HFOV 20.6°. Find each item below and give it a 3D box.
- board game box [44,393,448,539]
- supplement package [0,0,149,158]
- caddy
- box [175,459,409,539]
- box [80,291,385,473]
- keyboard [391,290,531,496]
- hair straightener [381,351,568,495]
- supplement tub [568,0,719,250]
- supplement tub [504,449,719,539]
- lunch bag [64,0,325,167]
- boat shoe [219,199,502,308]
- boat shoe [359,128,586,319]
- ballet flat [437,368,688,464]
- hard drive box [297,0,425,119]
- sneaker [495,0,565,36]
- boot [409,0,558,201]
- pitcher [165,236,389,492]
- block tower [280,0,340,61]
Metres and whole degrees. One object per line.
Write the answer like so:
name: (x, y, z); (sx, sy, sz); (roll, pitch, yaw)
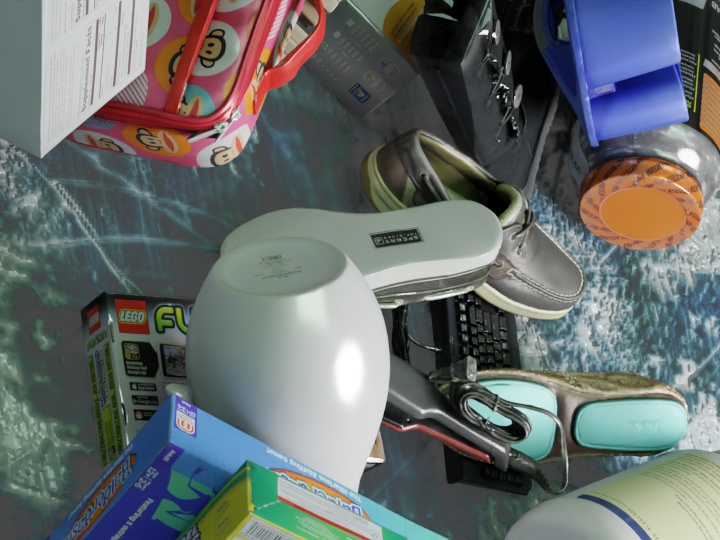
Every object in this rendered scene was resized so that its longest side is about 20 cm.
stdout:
board game box: (-0.069, 0.175, 1.156); (0.199, 0.152, 0.045); (29, 30, -23)
supplement package: (-0.234, -0.190, 1.165); (0.199, 0.157, 0.111); (26, 44, 18)
caddy: (0.180, -0.188, 1.470); (0.142, 0.104, 0.201); (71, 14, -51)
box: (-0.072, 0.205, 1.122); (0.117, 0.200, 0.049); (29, 28, -23)
box: (-0.080, 0.076, 1.283); (0.199, 0.035, 0.111); (6, 64, -36)
keyboard: (0.069, 0.058, 1.421); (0.126, 0.021, 0.202); (13, 59, -33)
hair straightener: (0.059, 0.091, 1.295); (0.199, 0.077, 0.041); (31, 50, -14)
supplement tub: (0.230, -0.124, 1.575); (0.122, 0.122, 0.201); (29, 52, -23)
supplement tub: (0.206, 0.206, 1.365); (0.199, 0.145, 0.146); (-14, 76, -42)
lunch bag: (-0.110, -0.167, 1.285); (0.175, 0.082, 0.201); (12, 68, 12)
boat shoe: (0.000, 0.000, 1.359); (0.198, 0.064, 0.071); (-4, 51, -15)
boat shoe: (0.092, -0.033, 1.430); (0.200, 0.066, 0.072); (33, 49, -21)
ballet flat: (0.133, 0.100, 1.396); (0.198, 0.065, 0.071); (7, 102, -20)
hard drive box: (-0.018, -0.240, 1.472); (0.200, 0.077, 0.156); (43, 47, -12)
sneaker: (0.143, -0.250, 1.623); (0.090, 0.079, 0.200); (41, 42, 12)
boot: (0.090, -0.160, 1.450); (0.200, 0.065, 0.166); (58, 31, -53)
pitcher: (-0.064, 0.092, 1.183); (0.170, 0.121, 0.202); (-12, 118, -18)
block tower: (-0.051, -0.186, 1.364); (0.058, 0.054, 0.200); (43, 85, -12)
